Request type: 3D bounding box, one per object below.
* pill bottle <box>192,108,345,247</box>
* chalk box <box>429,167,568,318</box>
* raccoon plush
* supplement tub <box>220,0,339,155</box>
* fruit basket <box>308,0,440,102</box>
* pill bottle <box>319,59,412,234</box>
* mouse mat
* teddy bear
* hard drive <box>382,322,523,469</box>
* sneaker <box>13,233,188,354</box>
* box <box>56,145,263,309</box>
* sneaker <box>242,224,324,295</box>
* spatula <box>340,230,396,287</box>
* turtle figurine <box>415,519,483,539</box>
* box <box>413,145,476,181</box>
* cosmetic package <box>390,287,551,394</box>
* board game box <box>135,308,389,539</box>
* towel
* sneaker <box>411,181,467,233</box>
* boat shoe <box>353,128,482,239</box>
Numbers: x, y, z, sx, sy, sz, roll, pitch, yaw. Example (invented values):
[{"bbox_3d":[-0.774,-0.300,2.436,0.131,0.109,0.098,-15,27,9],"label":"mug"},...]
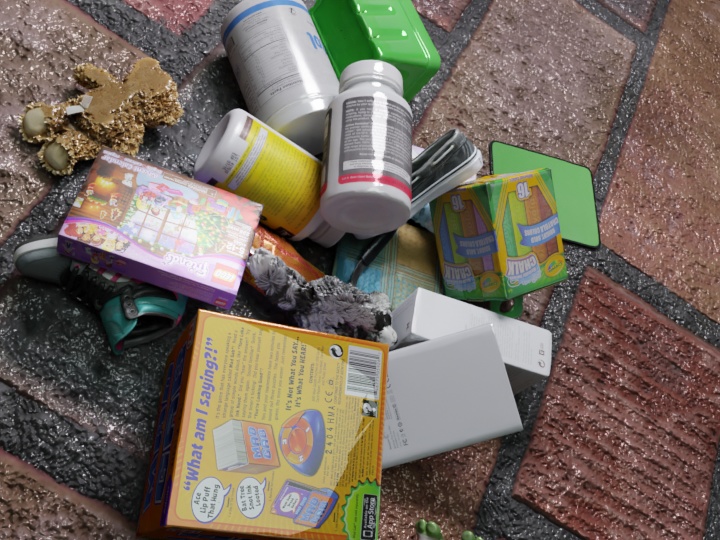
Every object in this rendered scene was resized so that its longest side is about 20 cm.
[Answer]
[{"bbox_3d":[-0.105,-0.111,1.030,0.200,0.109,0.109,31,55,-23],"label":"pill bottle"},{"bbox_3d":[0.189,-0.026,1.086,0.124,0.124,0.200,-17,99,-34],"label":"chalk box"},{"bbox_3d":[-0.033,0.026,0.965,0.200,0.097,0.134,52,14,-8],"label":"raccoon plush"},{"bbox_3d":[-0.104,-0.268,1.110,0.132,0.132,0.200,-14,72,-29],"label":"supplement tub"},{"bbox_3d":[0.042,-0.326,1.173,0.215,0.155,0.216,21,49,-27],"label":"fruit basket"},{"bbox_3d":[0.009,-0.155,0.992,0.111,0.111,0.200,11,65,-19],"label":"pill bottle"},{"bbox_3d":[0.297,-0.123,1.292,0.200,0.008,0.161,13,61,-19],"label":"mouse mat"},{"bbox_3d":[-0.327,-0.193,1.019,0.145,0.067,0.200,36,62,7],"label":"teddy bear"},{"bbox_3d":[0.079,0.154,0.966,0.200,0.026,0.132,-16,87,3],"label":"hard drive"},{"bbox_3d":[-0.289,0.033,0.907,0.200,0.084,0.121,7,53,-23],"label":"sneaker"},{"bbox_3d":[-0.222,-0.050,0.916,0.200,0.039,0.137,19,53,-12],"label":"box"},{"bbox_3d":[-0.135,-0.025,1.022,0.200,0.073,0.077,41,27,2],"label":"sneaker"},{"bbox_3d":[0.000,0.000,1.055,0.057,0.021,0.200,53,53,-29],"label":"spatula"},{"bbox_3d":[0.047,0.348,0.861,0.200,0.144,0.194,44,52,-3],"label":"turtle figurine"},{"bbox_3d":[0.076,-0.158,1.190,0.200,0.041,0.039,14,60,-16],"label":"box"},{"bbox_3d":[0.138,0.098,1.053,0.200,0.102,0.074,20,58,-16],"label":"cosmetic package"},{"bbox_3d":[-0.104,0.179,0.832,0.200,0.200,0.200,13,66,-18],"label":"board game box"},{"bbox_3d":[0.055,-0.004,1.115,0.200,0.022,0.147,19,60,-17],"label":"towel"},{"bbox_3d":[0.099,-0.091,1.140,0.200,0.074,0.082,3,50,-23],"label":"sneaker"},{"bbox_3d":[0.061,-0.118,1.059,0.071,0.200,0.072,51,12,-23],"label":"boat shoe"}]
